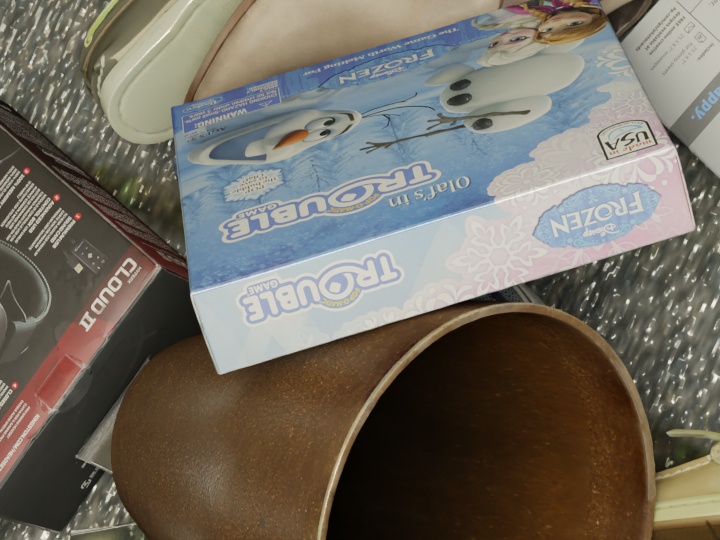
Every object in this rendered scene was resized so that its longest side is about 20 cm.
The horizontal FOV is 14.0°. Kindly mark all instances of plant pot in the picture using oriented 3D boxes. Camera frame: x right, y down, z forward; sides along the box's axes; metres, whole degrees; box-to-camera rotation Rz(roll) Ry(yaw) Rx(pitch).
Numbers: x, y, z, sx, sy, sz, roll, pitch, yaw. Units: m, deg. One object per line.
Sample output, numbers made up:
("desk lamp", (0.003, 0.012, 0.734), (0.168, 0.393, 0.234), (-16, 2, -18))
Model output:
("plant pot", (-0.010, 0.091, 1.244), (0.200, 0.187, 0.188), (13, 82, 48))

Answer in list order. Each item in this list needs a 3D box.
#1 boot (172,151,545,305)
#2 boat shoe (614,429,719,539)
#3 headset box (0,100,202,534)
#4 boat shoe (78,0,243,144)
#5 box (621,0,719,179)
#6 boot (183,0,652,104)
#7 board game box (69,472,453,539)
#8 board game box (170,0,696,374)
("boot", (0.000, 0.000, 1.351), (0.200, 0.090, 0.073), (31, 91, 30))
("boat shoe", (0.203, 0.081, 1.243), (0.199, 0.073, 0.063), (-13, 64, 17))
("headset box", (-0.173, 0.020, 1.441), (0.200, 0.077, 0.149), (39, 96, 28))
("boat shoe", (-0.055, -0.149, 1.428), (0.202, 0.072, 0.060), (-41, 45, 3))
("box", (0.226, -0.081, 1.287), (0.156, 0.041, 0.200), (-47, 63, 9))
("boot", (0.032, -0.106, 1.366), (0.146, 0.070, 0.200), (42, 95, 16))
("board game box", (-0.043, 0.173, 1.341), (0.199, 0.028, 0.136), (-11, 71, 25))
("board game box", (0.023, -0.044, 1.233), (0.199, 0.044, 0.199), (-17, 26, 1))
